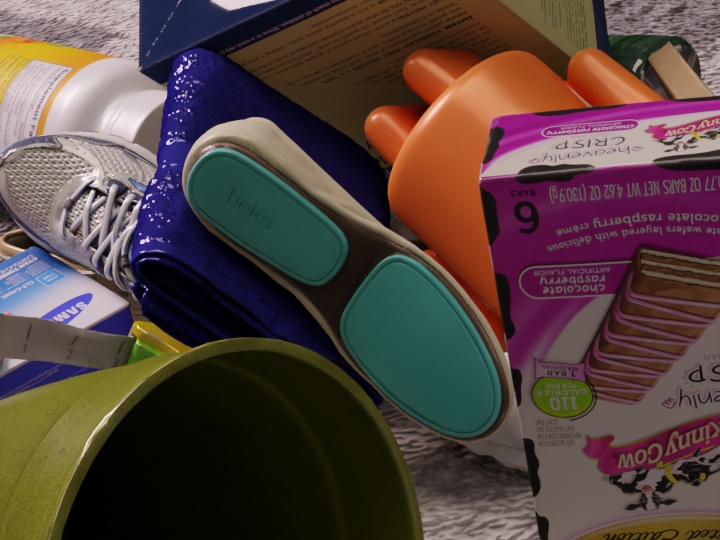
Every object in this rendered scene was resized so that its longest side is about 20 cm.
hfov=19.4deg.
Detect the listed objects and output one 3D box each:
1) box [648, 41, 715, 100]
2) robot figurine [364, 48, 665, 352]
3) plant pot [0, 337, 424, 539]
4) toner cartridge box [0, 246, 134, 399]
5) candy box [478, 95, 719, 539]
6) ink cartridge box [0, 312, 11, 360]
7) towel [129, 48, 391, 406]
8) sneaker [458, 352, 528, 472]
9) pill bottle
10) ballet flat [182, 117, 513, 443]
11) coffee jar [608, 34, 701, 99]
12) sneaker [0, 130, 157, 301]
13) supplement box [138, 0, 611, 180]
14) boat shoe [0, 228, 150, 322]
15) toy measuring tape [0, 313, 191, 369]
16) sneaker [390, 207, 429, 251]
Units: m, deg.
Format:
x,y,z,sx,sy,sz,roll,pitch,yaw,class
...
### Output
x,y,z,sx,sy,sz,roll,pitch,yaw,class
0.208,-0.014,1.034,0.021,0.164,0.200,-31,24,8,box
0.095,-0.036,1.100,0.144,0.117,0.200,-41,70,-14,robot figurine
-0.109,0.127,0.850,0.192,0.202,0.200,-1,24,44,plant pot
-0.223,0.061,1.105,0.199,0.043,0.095,-31,40,-31,toner cartridge box
0.133,0.028,0.920,0.135,0.201,0.061,-5,30,14,candy box
-0.261,0.068,1.019,0.159,0.050,0.201,-5,35,3,ink cartridge box
-0.051,-0.020,1.089,0.050,0.147,0.201,-45,23,29,towel
0.127,0.040,1.017,0.198,0.100,0.078,-3,26,15,sneaker
-0.185,-0.088,1.383,0.199,0.112,0.111,16,35,42,pill bottle
0.000,0.000,1.018,0.069,0.200,0.069,-46,0,0,ballet flat
0.111,-0.101,1.309,0.199,0.105,0.085,12,25,37,coffee jar
-0.111,-0.019,1.131,0.199,0.078,0.085,26,4,5,sneaker
0.010,-0.164,1.207,0.199,0.199,0.135,-20,59,32,supplement box
-0.118,-0.008,1.217,0.198,0.063,0.073,-13,27,18,boat shoe
-0.100,0.058,1.048,0.199,0.074,0.073,12,10,-36,toy measuring tape
0.055,-0.024,1.213,0.199,0.071,0.080,-21,25,-21,sneaker
